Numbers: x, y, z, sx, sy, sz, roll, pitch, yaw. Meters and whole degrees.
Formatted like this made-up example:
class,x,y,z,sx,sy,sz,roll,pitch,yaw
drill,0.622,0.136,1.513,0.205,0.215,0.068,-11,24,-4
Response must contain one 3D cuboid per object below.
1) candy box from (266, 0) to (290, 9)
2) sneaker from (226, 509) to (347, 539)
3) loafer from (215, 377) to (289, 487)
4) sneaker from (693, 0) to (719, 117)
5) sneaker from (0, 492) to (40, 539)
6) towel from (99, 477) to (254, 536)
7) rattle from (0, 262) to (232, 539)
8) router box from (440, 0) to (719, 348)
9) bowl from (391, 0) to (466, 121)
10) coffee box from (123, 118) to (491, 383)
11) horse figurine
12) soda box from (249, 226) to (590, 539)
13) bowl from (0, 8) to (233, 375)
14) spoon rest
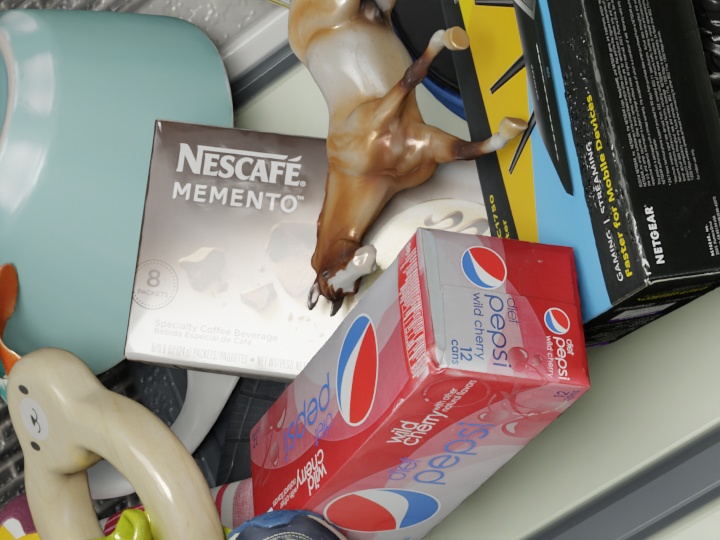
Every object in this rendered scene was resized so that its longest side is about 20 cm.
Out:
class,x,y,z,sx,sy,sz,roll,pitch,yaw
candy box,-0.022,-0.248,1.158,0.200,0.055,0.115,-50,61,16
sneaker,-0.013,0.196,0.952,0.077,0.085,0.200,-14,110,-10
loafer,-0.036,0.122,1.118,0.072,0.063,0.200,1,77,63
sneaker,0.137,-0.126,0.936,0.076,0.088,0.200,14,92,28
sneaker,-0.176,0.180,1.133,0.075,0.090,0.200,-60,32,27
towel,-0.092,0.179,1.098,0.200,0.023,0.144,-21,61,56
rattle,-0.160,0.103,1.027,0.143,0.130,0.200,-32,78,-23
router box,0.089,-0.075,0.931,0.149,0.051,0.200,138,123,-69
bowl,0.092,-0.163,1.084,0.201,0.039,0.201,-5,79,31
coffee box,0.000,0.000,1.047,0.200,0.080,0.113,8,86,6
horse figurine,0.007,-0.097,0.977,0.133,0.050,0.200,-40,58,50
soda box,0.019,0.058,0.937,0.200,0.070,0.063,129,143,-55
bowl,-0.167,-0.052,1.154,0.201,0.105,0.201,-24,57,42
spoon rest,-0.083,0.036,1.148,0.200,0.061,0.099,-51,28,13
